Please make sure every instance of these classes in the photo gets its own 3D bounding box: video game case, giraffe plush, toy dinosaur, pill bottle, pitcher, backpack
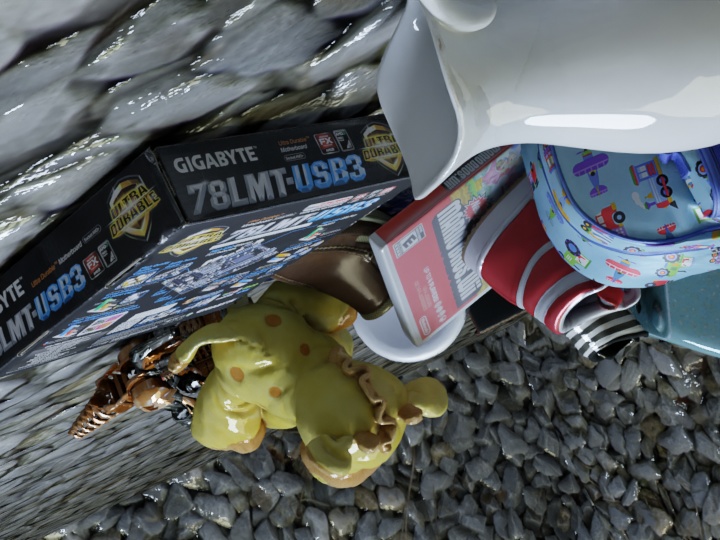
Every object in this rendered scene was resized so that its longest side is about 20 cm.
[{"bbox_3d":[0.100,-0.043,0.995,0.200,0.017,0.143,-39,148,-11],"label":"video game case"},{"bbox_3d":[-0.027,0.090,1.036,0.173,0.162,0.200,-46,154,-14],"label":"giraffe plush"},{"bbox_3d":[-0.158,0.078,1.142,0.199,0.103,0.136,-11,164,26],"label":"toy dinosaur"},{"bbox_3d":[0.051,0.027,1.305,0.106,0.106,0.200,-28,178,6],"label":"pill bottle"},{"bbox_3d":[0.111,-0.117,0.599,0.199,0.122,0.172,-15,155,-7],"label":"pitcher"},{"bbox_3d":[0.196,-0.088,0.843,0.199,0.183,0.135,-16,166,9],"label":"backpack"}]

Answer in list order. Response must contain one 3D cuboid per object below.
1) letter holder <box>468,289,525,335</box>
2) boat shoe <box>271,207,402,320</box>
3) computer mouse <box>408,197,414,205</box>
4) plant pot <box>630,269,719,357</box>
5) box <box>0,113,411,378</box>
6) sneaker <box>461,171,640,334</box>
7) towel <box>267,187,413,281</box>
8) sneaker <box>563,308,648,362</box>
[{"bbox_3d":[0.202,-0.010,1.638,0.200,0.101,0.142,-27,174,-2],"label":"letter holder"},{"bbox_3d":[0.004,-0.003,1.019,0.075,0.075,0.202,-33,161,37],"label":"boat shoe"},{"bbox_3d":[0.131,-0.065,1.062,0.140,0.046,0.200,-32,168,28],"label":"computer mouse"},{"bbox_3d":[0.311,-0.019,1.125,0.199,0.197,0.196,-6,-174,-11],"label":"plant pot"},{"bbox_3d":[-0.092,-0.016,0.778,0.198,0.050,0.200,-34,169,40],"label":"box"},{"bbox_3d":[0.170,-0.048,0.943,0.200,0.112,0.071,-51,150,10],"label":"sneaker"},{"bbox_3d":[0.030,-0.042,1.118,0.200,0.024,0.145,-30,171,26],"label":"towel"},{"bbox_3d":[0.174,0.010,1.119,0.076,0.115,0.201,-30,-165,20],"label":"sneaker"}]
